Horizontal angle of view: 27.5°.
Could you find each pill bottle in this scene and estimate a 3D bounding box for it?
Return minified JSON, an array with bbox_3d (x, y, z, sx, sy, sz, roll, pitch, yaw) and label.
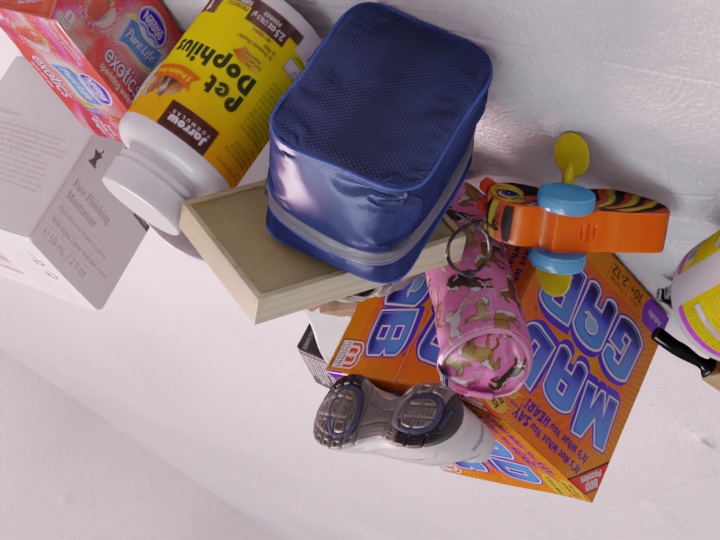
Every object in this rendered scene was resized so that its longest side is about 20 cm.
[{"bbox_3d":[-0.124,-0.132,1.212,0.109,0.201,0.109,32,168,8],"label":"pill bottle"},{"bbox_3d":[0.317,0.001,1.102,0.103,0.105,0.200,29,162,-3],"label":"pill bottle"}]

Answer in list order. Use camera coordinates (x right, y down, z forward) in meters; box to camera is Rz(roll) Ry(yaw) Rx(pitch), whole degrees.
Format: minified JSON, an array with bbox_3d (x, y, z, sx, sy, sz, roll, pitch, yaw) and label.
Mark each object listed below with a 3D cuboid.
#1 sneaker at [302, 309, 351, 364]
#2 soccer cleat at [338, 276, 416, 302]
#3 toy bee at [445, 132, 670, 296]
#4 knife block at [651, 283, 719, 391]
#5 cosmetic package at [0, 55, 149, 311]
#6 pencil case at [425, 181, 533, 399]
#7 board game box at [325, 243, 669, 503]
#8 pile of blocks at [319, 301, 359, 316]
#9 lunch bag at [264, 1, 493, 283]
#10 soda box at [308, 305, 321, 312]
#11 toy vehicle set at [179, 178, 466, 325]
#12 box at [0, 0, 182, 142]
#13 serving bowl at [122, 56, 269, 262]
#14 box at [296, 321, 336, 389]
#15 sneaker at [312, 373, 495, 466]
[{"bbox_3d":[-0.017,0.036,1.631,0.070,0.099,0.201,-29,100,34],"label":"sneaker"},{"bbox_3d":[0.000,0.000,1.271,0.077,0.070,0.199,34,-165,33],"label":"soccer cleat"},{"bbox_3d":[0.146,-0.052,1.196,0.198,0.132,0.109,19,-165,-30],"label":"toy bee"},{"bbox_3d":[0.353,0.084,1.330,0.174,0.064,0.200,17,159,31],"label":"knife block"},{"bbox_3d":[-0.331,-0.096,1.614,0.164,0.201,0.165,18,159,29],"label":"cosmetic package"},{"bbox_3d":[0.090,0.014,1.242,0.086,0.201,0.083,-29,131,18],"label":"pencil case"},{"bbox_3d":[0.131,0.070,1.389,0.199,0.201,0.200,4,150,48],"label":"board game box"},{"bbox_3d":[0.046,0.016,1.511,0.198,0.063,0.082,5,170,-35],"label":"pile of blocks"},{"bbox_3d":[0.014,-0.099,1.143,0.135,0.201,0.133,26,143,11],"label":"lunch bag"},{"bbox_3d":[-0.003,-0.038,1.394,0.068,0.064,0.199,36,133,-25],"label":"soda box"},{"bbox_3d":[-0.030,-0.032,1.181,0.124,0.198,0.027,50,143,35],"label":"toy vehicle set"},{"bbox_3d":[-0.236,-0.211,1.340,0.094,0.103,0.200,16,157,30],"label":"box"},{"bbox_3d":[-0.112,-0.107,1.332,0.198,0.202,0.066,25,-171,9],"label":"serving bowl"},{"bbox_3d":[0.045,0.095,1.700,0.198,0.123,0.106,21,160,19],"label":"box"},{"bbox_3d":[0.033,0.144,1.301,0.087,0.075,0.199,37,160,-35],"label":"sneaker"}]
